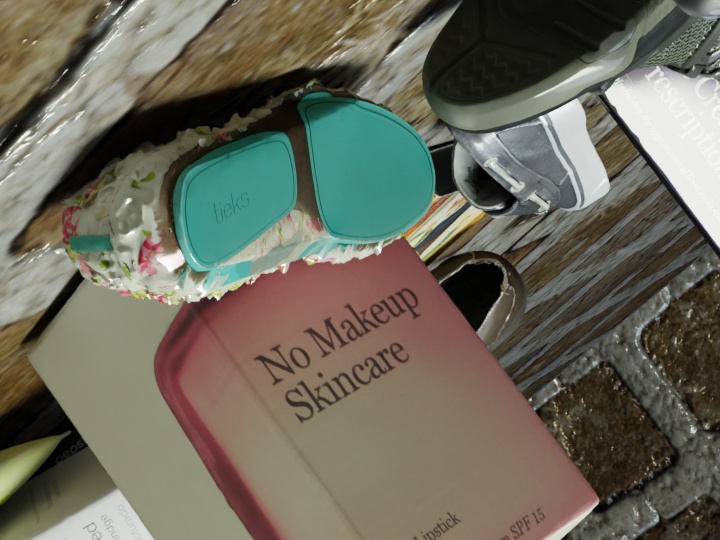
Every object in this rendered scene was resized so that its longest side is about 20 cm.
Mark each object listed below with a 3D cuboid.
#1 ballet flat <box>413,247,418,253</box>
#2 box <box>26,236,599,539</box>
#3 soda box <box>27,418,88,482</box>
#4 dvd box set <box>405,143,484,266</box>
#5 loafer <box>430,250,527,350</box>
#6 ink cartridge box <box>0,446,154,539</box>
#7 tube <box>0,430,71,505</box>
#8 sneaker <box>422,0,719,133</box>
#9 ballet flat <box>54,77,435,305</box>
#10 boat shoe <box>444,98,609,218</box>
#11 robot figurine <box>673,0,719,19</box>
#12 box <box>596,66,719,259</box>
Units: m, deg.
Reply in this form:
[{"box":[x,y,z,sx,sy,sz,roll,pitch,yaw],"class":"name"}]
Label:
[{"box":[-0.033,0.041,1.005,0.199,0.072,0.072,-18,161,-38],"class":"ballet flat"},{"box":[-0.020,0.065,0.864,0.127,0.201,0.109,-28,167,-45],"class":"box"},{"box":[-0.130,0.115,1.064,0.199,0.071,0.063,-36,145,-6],"class":"soda box"},{"box":[0.000,0.000,1.156,0.200,0.029,0.146,-43,169,27],"class":"dvd box set"},{"box":[0.013,0.054,1.175,0.200,0.073,0.071,-45,167,-11],"class":"loafer"},{"box":[-0.161,0.194,0.979,0.199,0.146,0.084,-30,-164,-7],"class":"ink cartridge box"},{"box":[-0.216,0.129,0.926,0.200,0.058,0.052,-36,137,-42],"class":"tube"},{"box":[0.118,-0.101,0.871,0.199,0.076,0.115,-39,143,-15],"class":"sneaker"},{"box":[-0.043,-0.031,0.783,0.063,0.076,0.199,-6,-177,31],"class":"ballet flat"},{"box":[0.077,-0.058,1.031,0.068,0.072,0.200,-39,168,1],"class":"boat shoe"},{"box":[0.140,-0.159,0.625,0.199,0.126,0.150,-30,-174,-39],"class":"robot figurine"},{"box":[0.209,-0.079,1.013,0.141,0.200,0.079,-40,-154,5],"class":"box"}]
